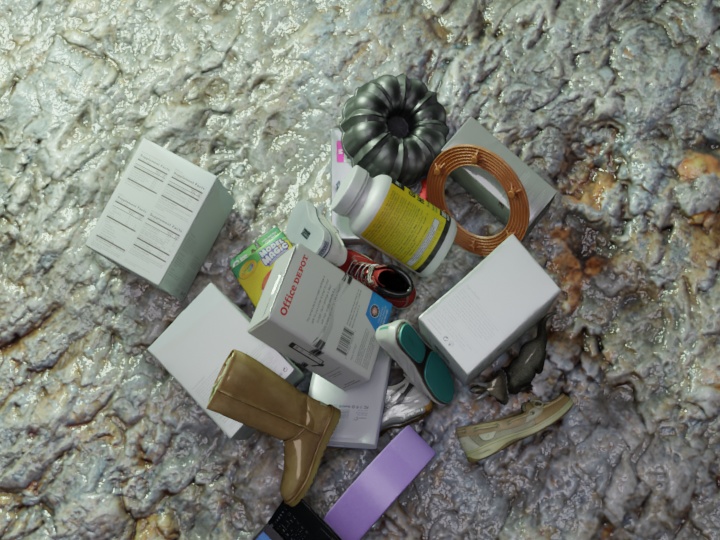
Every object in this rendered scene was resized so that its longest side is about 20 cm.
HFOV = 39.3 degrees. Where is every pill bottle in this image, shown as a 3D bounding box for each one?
[{"bbox_3d":[0.054,-0.086,1.674,0.198,0.112,0.114,32,82,-12],"label":"pill bottle"}]

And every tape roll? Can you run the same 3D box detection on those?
[{"bbox_3d":[0.032,0.341,1.588,0.066,0.200,0.200,42,85,10],"label":"tape roll"}]

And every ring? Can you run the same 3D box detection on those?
[{"bbox_3d":[0.191,-0.112,1.677,0.200,0.202,0.019,41,48,11],"label":"ring"}]

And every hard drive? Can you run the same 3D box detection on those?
[{"bbox_3d":[-0.020,0.193,1.660,0.129,0.026,0.203,0,57,18],"label":"hard drive"}]

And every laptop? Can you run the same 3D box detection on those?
[{"bbox_3d":[-0.109,0.485,1.621,0.177,0.201,0.103,43,48,10],"label":"laptop"}]

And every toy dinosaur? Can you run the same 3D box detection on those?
[{"bbox_3d":[0.272,0.155,1.650,0.200,0.102,0.077,-43,81,7],"label":"toy dinosaur"}]

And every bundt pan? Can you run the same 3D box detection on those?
[{"bbox_3d":[0.066,-0.247,1.729,0.197,0.076,0.207,3,78,-16],"label":"bundt pan"}]

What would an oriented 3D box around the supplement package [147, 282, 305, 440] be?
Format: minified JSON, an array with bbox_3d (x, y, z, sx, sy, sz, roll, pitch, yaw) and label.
[{"bbox_3d":[-0.217,0.154,1.667,0.200,0.151,0.152,44,86,10],"label":"supplement package"}]

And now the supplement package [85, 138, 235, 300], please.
[{"bbox_3d":[-0.335,-0.083,1.712,0.149,0.152,0.203,27,82,9],"label":"supplement package"}]

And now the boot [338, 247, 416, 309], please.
[{"bbox_3d":[0.000,0.000,1.684,0.197,0.144,0.074,22,83,9],"label":"boot"}]

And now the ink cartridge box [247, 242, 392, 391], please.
[{"bbox_3d":[-0.063,0.075,1.608,0.198,0.084,0.148,33,57,-19],"label":"ink cartridge box"}]

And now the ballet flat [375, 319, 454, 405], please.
[{"bbox_3d":[0.087,0.147,1.633,0.068,0.201,0.070,-21,41,20],"label":"ballet flat"}]

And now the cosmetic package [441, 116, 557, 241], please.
[{"bbox_3d":[0.232,-0.156,1.715,0.199,0.107,0.091,40,83,12],"label":"cosmetic package"}]

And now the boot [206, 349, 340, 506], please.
[{"bbox_3d":[-0.149,0.244,1.553,0.198,0.066,0.178,28,78,-17],"label":"boot"}]

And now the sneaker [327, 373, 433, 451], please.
[{"bbox_3d":[0.020,0.233,1.681,0.197,0.076,0.089,-22,72,-10],"label":"sneaker"}]

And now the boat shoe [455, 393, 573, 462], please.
[{"bbox_3d":[0.254,0.246,1.657,0.198,0.073,0.064,-28,83,6],"label":"boat shoe"}]

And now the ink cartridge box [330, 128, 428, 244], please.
[{"bbox_3d":[0.034,-0.149,1.761,0.169,0.044,0.205,-2,79,5],"label":"ink cartridge box"}]

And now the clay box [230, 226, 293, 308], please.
[{"bbox_3d":[-0.137,0.027,1.733,0.114,0.048,0.201,-36,75,-3],"label":"clay box"}]

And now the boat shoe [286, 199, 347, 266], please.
[{"bbox_3d":[-0.070,-0.058,1.700,0.069,0.200,0.072,28,98,-27],"label":"boat shoe"}]

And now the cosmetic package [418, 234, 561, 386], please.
[{"bbox_3d":[0.206,0.070,1.626,0.200,0.200,0.123,-42,79,-4],"label":"cosmetic package"}]
